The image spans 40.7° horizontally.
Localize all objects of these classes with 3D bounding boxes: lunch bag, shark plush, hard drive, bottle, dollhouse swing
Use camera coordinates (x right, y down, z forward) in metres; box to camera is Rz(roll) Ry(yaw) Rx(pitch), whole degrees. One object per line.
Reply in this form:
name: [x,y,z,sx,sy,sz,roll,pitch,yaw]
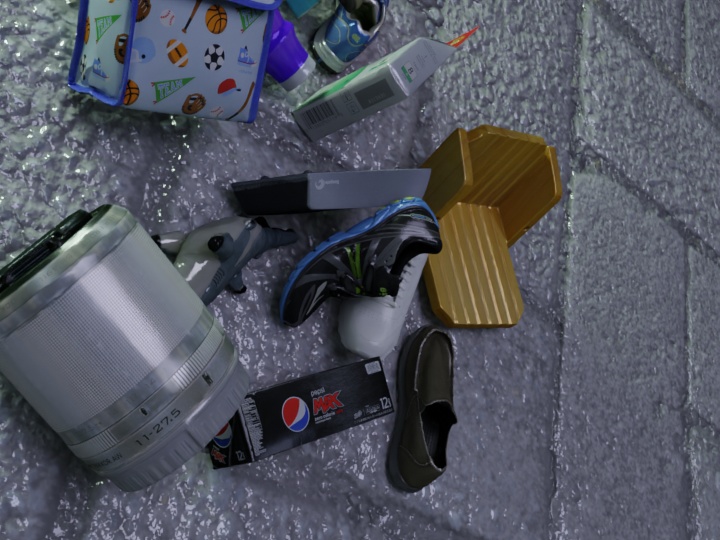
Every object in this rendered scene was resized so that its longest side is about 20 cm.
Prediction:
lunch bag: [-0.170,-0.254,0.931,0.169,0.123,0.202,0,107,-46]
shark plush: [-0.138,-0.011,0.993,0.200,0.090,0.084,-39,125,-64]
hard drive: [-0.027,-0.087,1.057,0.199,0.134,0.043,-9,95,-49]
bottle: [-0.131,-0.285,1.065,0.200,0.065,0.084,46,6,-23]
dollhouse swing: [0.171,-0.049,1.218,0.199,0.182,0.177,4,52,-43]

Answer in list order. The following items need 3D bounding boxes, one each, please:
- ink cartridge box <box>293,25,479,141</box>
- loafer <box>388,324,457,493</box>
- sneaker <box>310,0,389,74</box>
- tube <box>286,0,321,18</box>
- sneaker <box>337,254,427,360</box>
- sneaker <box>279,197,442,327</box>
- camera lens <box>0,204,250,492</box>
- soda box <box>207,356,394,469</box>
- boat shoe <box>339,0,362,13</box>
ink cartridge box: [0.033,-0.238,1.148,0.050,0.160,0.200,55,46,-17]
loafer: [0.085,0.154,1.117,0.075,0.069,0.202,28,57,-34]
sneaker: [0.008,-0.327,1.218,0.076,0.077,0.201,39,50,-25]
tube: [-0.112,-0.397,1.149,0.201,0.050,0.078,54,16,-12]
sneaker: [0.031,0.012,1.095,0.076,0.081,0.201,24,49,-3]
sneaker: [0.000,0.000,1.028,0.198,0.071,0.083,-32,74,-6]
camera lens: [-0.207,0.060,0.805,0.201,0.159,0.160,53,46,-16]
soda box: [-0.061,0.141,0.979,0.199,0.070,0.064,-10,83,-45]
boat shoe: [-0.015,-0.367,1.151,0.076,0.074,0.201,48,9,-36]
